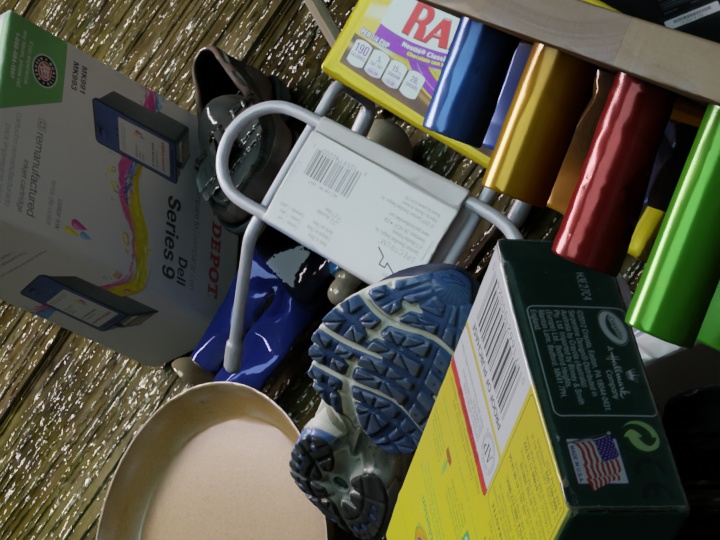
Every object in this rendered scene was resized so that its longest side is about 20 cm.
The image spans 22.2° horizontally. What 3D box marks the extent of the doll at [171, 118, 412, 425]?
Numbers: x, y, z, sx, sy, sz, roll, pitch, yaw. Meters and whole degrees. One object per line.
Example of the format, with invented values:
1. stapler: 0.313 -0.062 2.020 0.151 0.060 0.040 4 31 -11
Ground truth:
1. doll: -0.039 -0.007 1.091 0.201 0.048 0.137 -54 39 14

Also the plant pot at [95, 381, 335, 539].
1. plant pot: -0.080 0.164 1.035 0.199 0.027 0.202 -15 68 42

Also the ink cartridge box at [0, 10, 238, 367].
1. ink cartridge box: -0.173 -0.046 1.151 0.087 0.199 0.147 -23 52 37

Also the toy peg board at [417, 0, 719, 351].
1. toy peg board: 0.121 -0.033 0.707 0.198 0.199 0.099 27 99 45

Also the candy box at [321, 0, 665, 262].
1. candy box: 0.085 -0.098 0.932 0.199 0.026 0.103 32 93 20

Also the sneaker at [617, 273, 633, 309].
1. sneaker: 0.065 0.092 0.889 0.111 0.073 0.202 -11 59 50

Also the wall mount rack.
1. wall mount rack: 0.000 0.000 0.992 0.199 0.074 0.175 30 89 28

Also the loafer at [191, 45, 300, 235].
1. loafer: -0.081 -0.083 1.122 0.072 0.063 0.200 -46 19 14

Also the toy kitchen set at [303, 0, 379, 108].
1. toy kitchen set: 0.041 -0.209 1.073 0.179 0.164 0.200 -30 4 -1

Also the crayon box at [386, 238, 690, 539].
1. crayon box: 0.063 0.100 0.743 0.201 0.050 0.128 109 157 -46

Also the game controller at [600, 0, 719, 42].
1. game controller: 0.157 -0.162 0.918 0.199 0.105 0.042 -18 17 46

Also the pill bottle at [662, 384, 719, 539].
1. pill bottle: 0.150 0.153 0.720 0.111 0.111 0.202 -12 60 46

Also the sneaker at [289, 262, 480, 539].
1. sneaker: 0.021 0.046 0.883 0.085 0.077 0.200 -48 -9 -34

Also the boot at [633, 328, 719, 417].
1. boot: 0.169 0.003 0.828 0.199 0.073 0.091 -35 40 20
